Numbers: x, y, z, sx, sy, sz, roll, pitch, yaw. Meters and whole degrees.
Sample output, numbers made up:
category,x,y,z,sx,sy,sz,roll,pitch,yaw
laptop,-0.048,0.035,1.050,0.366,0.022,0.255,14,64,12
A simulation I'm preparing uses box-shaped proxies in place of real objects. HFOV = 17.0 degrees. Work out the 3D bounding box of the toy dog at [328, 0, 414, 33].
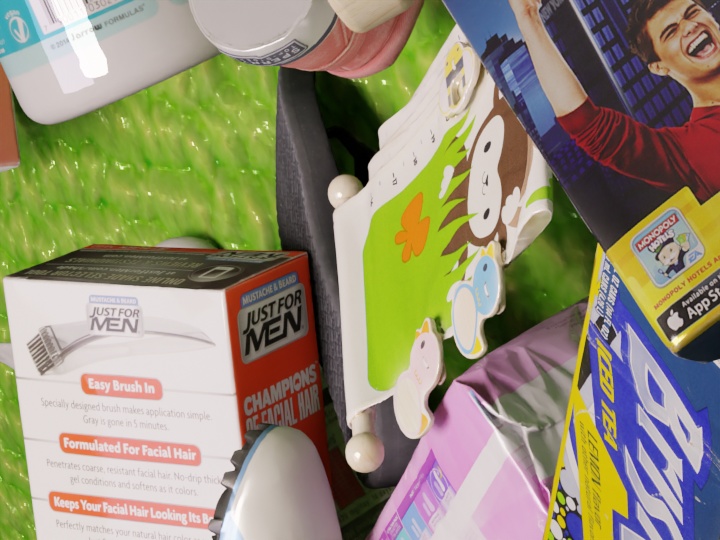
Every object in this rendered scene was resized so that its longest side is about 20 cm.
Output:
category,x,y,z,sx,sy,sz,roll,pitch,yaw
toy dog,0.007,-0.169,0.753,0.096,0.131,0.201,33,-129,-77

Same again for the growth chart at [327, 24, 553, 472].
category,x,y,z,sx,sy,sz,roll,pitch,yaw
growth chart,0.035,-0.039,0.795,0.145,0.018,0.200,-100,32,-45

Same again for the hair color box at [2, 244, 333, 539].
category,x,y,z,sx,sy,sz,roll,pitch,yaw
hair color box,-0.070,0.095,0.951,0.110,0.064,0.201,3,106,33

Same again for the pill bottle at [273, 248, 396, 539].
category,x,y,z,sx,sy,sz,roll,pitch,yaw
pill bottle,-0.017,0.099,1.028,0.201,0.116,0.116,59,151,4

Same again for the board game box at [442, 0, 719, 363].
category,x,y,z,sx,sy,sz,roll,pitch,yaw
board game box,0.114,-0.111,0.598,0.062,0.200,0.201,24,-148,-60

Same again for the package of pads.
category,x,y,z,sx,sy,sz,roll,pitch,yaw
package of pads,0.070,0.085,0.867,0.076,0.120,0.200,56,151,21

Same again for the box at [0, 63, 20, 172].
category,x,y,z,sx,sy,sz,roll,pitch,yaw
box,-0.254,-0.133,1.096,0.106,0.152,0.201,-10,89,56

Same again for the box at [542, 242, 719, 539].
category,x,y,z,sx,sy,sz,roll,pitch,yaw
box,0.101,0.058,0.684,0.070,0.064,0.201,48,154,30

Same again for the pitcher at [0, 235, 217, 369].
category,x,y,z,sx,sy,sz,roll,pitch,yaw
pitcher,-0.090,0.097,1.165,0.171,0.121,0.201,-35,73,46

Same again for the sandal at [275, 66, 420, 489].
category,x,y,z,sx,sy,sz,roll,pitch,yaw
sandal,0.000,0.001,0.942,0.076,0.043,0.201,96,162,-50

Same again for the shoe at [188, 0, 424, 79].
category,x,y,z,sx,sy,sz,roll,pitch,yaw
shoe,-0.017,-0.167,0.842,0.071,0.091,0.202,-1,87,26

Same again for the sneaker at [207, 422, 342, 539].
category,x,y,z,sx,sy,sz,roll,pitch,yaw
sneaker,-0.012,0.150,0.875,0.072,0.072,0.201,1,108,26

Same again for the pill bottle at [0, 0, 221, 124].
category,x,y,z,sx,sy,sz,roll,pitch,yaw
pill bottle,-0.124,-0.169,0.973,0.111,0.110,0.201,-8,107,60
